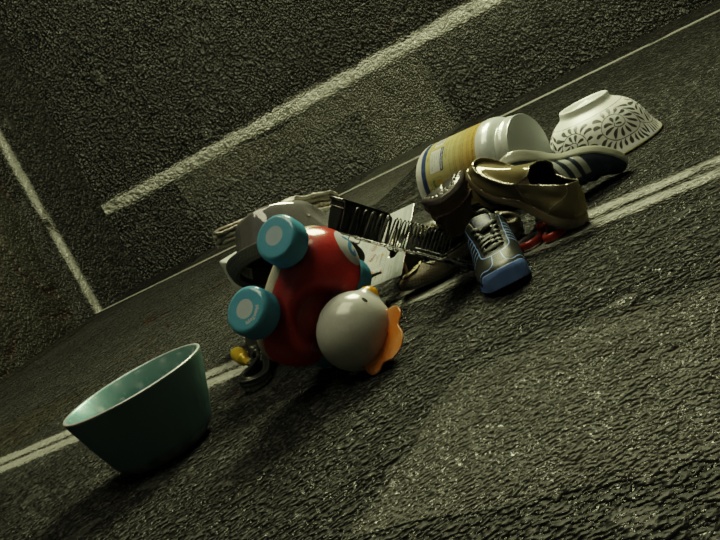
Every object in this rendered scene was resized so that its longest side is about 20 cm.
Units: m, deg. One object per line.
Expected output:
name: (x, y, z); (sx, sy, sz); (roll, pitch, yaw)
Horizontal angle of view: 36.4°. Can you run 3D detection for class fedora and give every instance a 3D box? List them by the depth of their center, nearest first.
fedora: (-0.100, -0.041, 1.558); (0.198, 0.091, 0.177); (-4, -22, -23)

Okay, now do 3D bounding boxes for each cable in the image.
cable: (-0.139, 0.135, 1.604); (0.096, 0.051, 0.200); (-12, 20, -7)

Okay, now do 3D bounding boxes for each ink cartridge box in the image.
ink cartridge box: (0.000, 0.000, 1.651); (0.199, 0.057, 0.163); (-19, 38, 27)

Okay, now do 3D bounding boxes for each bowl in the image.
bowl: (-0.273, 0.190, 1.431); (0.200, 0.106, 0.201); (-28, 9, 5)
bowl: (0.388, -0.237, 1.816); (0.200, 0.095, 0.201); (-27, 10, 5)

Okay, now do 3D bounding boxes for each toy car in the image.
toy car: (-0.018, 0.048, 1.320); (0.199, 0.184, 0.178); (18, 82, 35)

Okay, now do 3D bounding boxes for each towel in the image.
towel: (-0.130, -0.082, 1.704); (0.132, 0.035, 0.200); (-21, -1, 29)

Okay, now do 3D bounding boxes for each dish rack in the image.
dish rack: (0.064, -0.044, 1.479); (0.199, 0.055, 0.153); (17, 4, 25)

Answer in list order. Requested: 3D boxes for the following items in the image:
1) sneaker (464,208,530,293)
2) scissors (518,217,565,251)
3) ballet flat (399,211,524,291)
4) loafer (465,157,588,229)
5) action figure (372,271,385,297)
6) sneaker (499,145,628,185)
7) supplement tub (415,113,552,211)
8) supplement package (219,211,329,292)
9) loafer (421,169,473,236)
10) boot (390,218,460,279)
sneaker: (0.166, -0.028, 1.392); (0.070, 0.078, 0.200); (-27, 9, 5)
scissors: (0.261, -0.066, 1.531); (0.073, 0.014, 0.200); (-27, 8, 22)
ballet flat: (0.140, -0.030, 1.572); (0.199, 0.047, 0.067); (-28, 8, 4)
loafer: (0.227, -0.119, 1.477); (0.199, 0.068, 0.076); (27, 35, 37)
action figure: (-0.059, 0.052, 1.526); (0.102, 0.120, 0.199); (4, -24, -43)
sneaker: (0.296, -0.127, 1.585); (0.198, 0.085, 0.075); (-5, -19, -10)
supplement tub: (0.207, -0.171, 1.833); (0.199, 0.145, 0.144); (-20, 12, 44)
supplement package: (-0.117, -0.012, 1.855); (0.199, 0.120, 0.121); (-31, 12, -15)
loafer: (0.133, -0.089, 1.532); (0.073, 0.071, 0.200); (-37, -3, 4)
boot: (0.112, -0.055, 1.731); (0.137, 0.078, 0.200); (-22, 11, 9)
